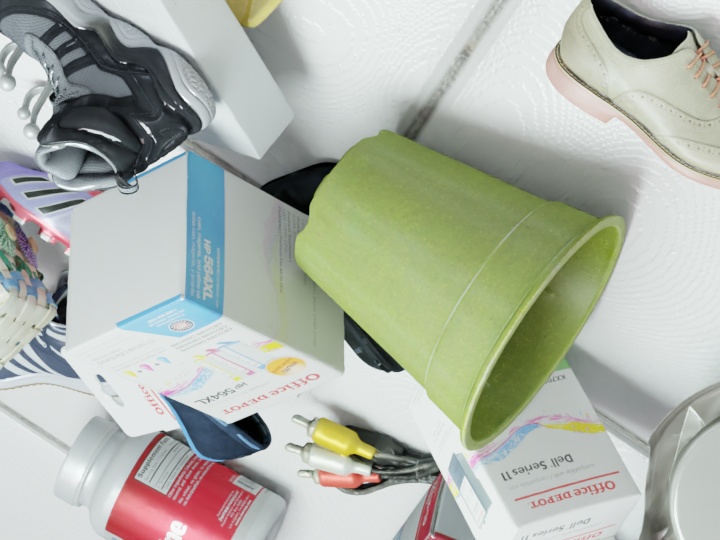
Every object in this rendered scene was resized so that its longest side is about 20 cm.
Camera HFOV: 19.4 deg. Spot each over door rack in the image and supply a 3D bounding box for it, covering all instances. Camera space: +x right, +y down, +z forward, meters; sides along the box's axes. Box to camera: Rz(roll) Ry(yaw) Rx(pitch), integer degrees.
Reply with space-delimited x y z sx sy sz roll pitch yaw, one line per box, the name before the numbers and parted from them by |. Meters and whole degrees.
over door rack | -0.215 -0.111 1.614 0.200 0.067 0.148 37 164 24

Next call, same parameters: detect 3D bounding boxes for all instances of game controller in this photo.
game controller | 0.000 0.000 1.683 0.104 0.042 0.200 -23 118 29

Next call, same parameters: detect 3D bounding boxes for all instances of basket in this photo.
basket | -0.360 -0.014 1.795 0.200 0.139 0.176 43 -179 15

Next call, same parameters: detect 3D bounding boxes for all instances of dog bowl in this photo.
dog bowl | 0.303 0.172 1.561 0.199 0.059 0.201 2 96 17

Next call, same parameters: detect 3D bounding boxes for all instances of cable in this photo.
cable | 0.033 0.178 1.826 0.199 0.050 0.097 14 135 21

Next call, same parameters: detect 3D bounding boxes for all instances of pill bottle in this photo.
pill bottle | -0.178 0.218 1.959 0.199 0.112 0.112 27 141 7

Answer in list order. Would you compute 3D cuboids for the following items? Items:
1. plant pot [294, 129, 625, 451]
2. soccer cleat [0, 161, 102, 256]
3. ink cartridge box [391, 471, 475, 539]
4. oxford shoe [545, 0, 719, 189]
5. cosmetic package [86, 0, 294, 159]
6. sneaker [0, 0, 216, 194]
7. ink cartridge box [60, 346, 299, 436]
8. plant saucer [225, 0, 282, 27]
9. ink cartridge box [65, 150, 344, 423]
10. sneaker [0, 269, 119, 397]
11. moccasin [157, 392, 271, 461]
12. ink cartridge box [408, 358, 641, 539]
plant pot | 0.059 -0.003 1.535 0.190 0.200 0.200 33 142 17
soccer cleat | -0.226 -0.042 1.771 0.200 0.077 0.067 36 178 20
ink cartridge box | 0.099 0.266 1.829 0.145 0.083 0.200 21 142 -7
oxford shoe | 0.219 -0.114 1.388 0.199 0.071 0.074 27 138 7
cosmetic package | -0.152 -0.177 1.530 0.150 0.052 0.200 16 150 40
sneaker | -0.208 -0.128 1.495 0.200 0.114 0.076 30 157 22
ink cartridge box | -0.146 0.066 1.804 0.199 0.067 0.116 -15 121 36
plant saucer | -0.093 -0.287 1.432 0.200 0.049 0.200 41 139 -10
ink cartridge box | -0.105 0.021 1.590 0.128 0.126 0.200 -24 144 35
sneaker | -0.297 0.053 1.899 0.199 0.070 0.109 5 139 20
moccasin | -0.127 0.077 1.714 0.068 0.081 0.200 -4 141 23
ink cartridge box | 0.132 0.152 1.605 0.200 0.117 0.067 62 150 29
